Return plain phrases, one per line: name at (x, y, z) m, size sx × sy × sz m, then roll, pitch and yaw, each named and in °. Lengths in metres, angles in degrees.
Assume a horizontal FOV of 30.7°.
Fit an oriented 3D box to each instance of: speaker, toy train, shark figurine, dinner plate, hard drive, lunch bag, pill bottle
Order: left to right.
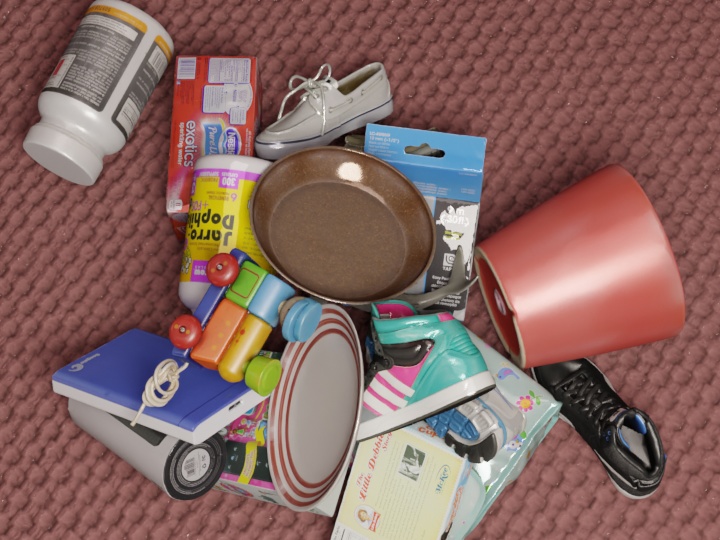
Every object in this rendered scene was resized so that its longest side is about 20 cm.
pill bottle at (-0.312, -0.211, 1.554) m, size 0.115 × 0.117 × 0.202 m, roll 23°, pitch 73°, yaw 10°
speaker at (-0.230, 0.168, 1.392) m, size 0.199 × 0.081 × 0.081 m, roll 25°, pitch 70°, yaw 45°
hard drive at (-0.206, 0.117, 1.372) m, size 0.198 × 0.026 × 0.132 m, roll 14°, pitch 29°, yaw 32°
toy train at (-0.128, 0.090, 1.279) m, size 0.115 × 0.085 × 0.201 m, roll 26°, pitch 81°, yaw 25°
pill bottle at (-0.139, -0.016, 1.403) m, size 0.103 × 0.104 × 0.203 m, roll 6°, pitch 83°, yaw 4°
dinner plate at (-0.040, 0.134, 1.276) m, size 0.024 × 0.200 × 0.203 m, roll 11°, pitch 68°, yaw -28°
shark figurine at (0.013, 0.018, 1.413) m, size 0.212 × 0.089 × 0.130 m, roll 18°, pitch 102°, yaw 7°
lunch bag at (0.094, 0.177, 1.404) m, size 0.170 × 0.122 × 0.200 m, roll 38°, pitch 82°, yaw 14°

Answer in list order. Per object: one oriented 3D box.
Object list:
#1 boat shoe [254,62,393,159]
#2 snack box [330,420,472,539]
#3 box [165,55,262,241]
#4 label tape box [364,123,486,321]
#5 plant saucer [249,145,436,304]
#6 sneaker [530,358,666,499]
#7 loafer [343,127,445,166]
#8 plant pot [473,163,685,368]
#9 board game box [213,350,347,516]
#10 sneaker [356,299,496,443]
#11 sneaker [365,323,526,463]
boat shoe at (-0.043, -0.197, 1.517) m, size 0.201 × 0.087 × 0.074 m, roll -26°, pitch 32°, yaw -31°
snack box at (0.038, 0.250, 1.356) m, size 0.115 × 0.037 × 0.202 m, roll 24°, pitch 110°, yaw 20°
box at (-0.168, -0.142, 1.535) m, size 0.098 × 0.096 × 0.203 m, roll 0°, pitch 71°, yaw 1°
label tape box at (0.060, -0.054, 1.470) m, size 0.141 × 0.066 × 0.203 m, roll 8°, pitch 102°, yaw 5°
plant saucer at (-0.020, -0.041, 1.361) m, size 0.198 × 0.037 × 0.202 m, roll 7°, pitch 54°, yaw -10°
sneaker at (0.262, 0.147, 1.410) m, size 0.073 × 0.112 × 0.201 m, roll -35°, pitch 73°, yaw -11°
loafer at (0.009, -0.134, 1.537) m, size 0.198 × 0.075 × 0.070 m, roll -18°, pitch 75°, yaw -4°
plant pot at (0.227, 0.008, 1.415) m, size 0.175 × 0.201 × 0.202 m, roll -20°, pitch 71°, yaw -4°
board game box at (-0.100, 0.166, 1.399) m, size 0.198 × 0.064 × 0.149 m, roll 4°, pitch 67°, yaw 37°
sneaker at (0.027, 0.092, 1.271) m, size 0.199 × 0.083 × 0.122 m, roll -26°, pitch 79°, yaw 31°
sneaker at (0.087, 0.115, 1.336) m, size 0.086 × 0.076 × 0.200 m, roll -16°, pitch 50°, yaw -45°
